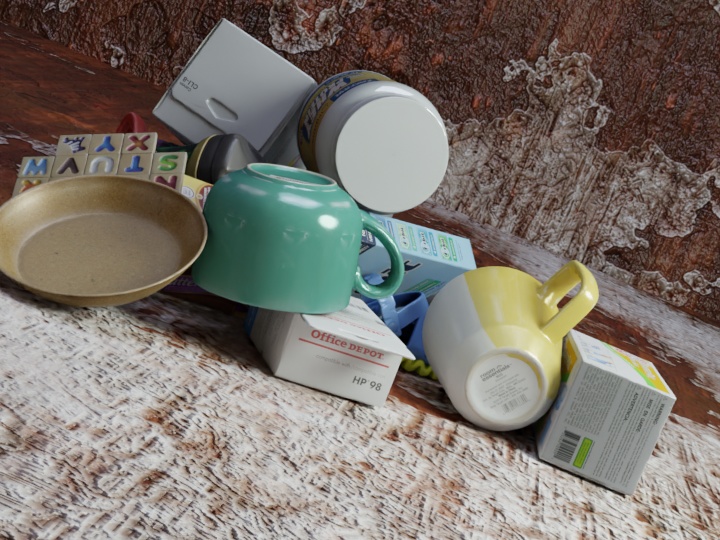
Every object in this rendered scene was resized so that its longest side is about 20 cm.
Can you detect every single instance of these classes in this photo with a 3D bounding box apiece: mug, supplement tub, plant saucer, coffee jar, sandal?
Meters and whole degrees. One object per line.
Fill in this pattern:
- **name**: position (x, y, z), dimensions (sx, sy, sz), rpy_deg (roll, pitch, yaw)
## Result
- **mug**: position (0.146, 0.073, 1.703), dimensions (0.149, 0.187, 0.153), rpy_deg (14, 18, -5)
- **supplement tub**: position (0.014, -0.140, 1.827), dimensions (0.144, 0.145, 0.200), rpy_deg (20, 7, -15)
- **mug**: position (-0.063, -0.035, 1.576), dimensions (0.185, 0.115, 0.152), rpy_deg (0, 16, -43)
- **plant saucer**: position (-0.239, -0.021, 1.514), dimensions (0.200, 0.035, 0.200), rpy_deg (2, 34, -1)
- **coffee jar**: position (-0.192, -0.090, 1.819), dimensions (0.200, 0.085, 0.104), rpy_deg (-5, -37, 33)
- **sandal**: position (0.052, 0.062, 1.813), dimensions (0.200, 0.087, 0.079), rpy_deg (19, 8, -35)

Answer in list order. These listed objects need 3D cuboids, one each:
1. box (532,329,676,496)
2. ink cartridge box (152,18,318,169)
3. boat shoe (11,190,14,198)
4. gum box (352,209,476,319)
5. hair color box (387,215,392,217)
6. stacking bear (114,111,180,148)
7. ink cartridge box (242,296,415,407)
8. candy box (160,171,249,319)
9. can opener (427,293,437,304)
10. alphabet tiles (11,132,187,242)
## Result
- **box**: position (0.246, 0.141, 1.724), dimensions (0.101, 0.113, 0.200), rpy_deg (23, 7, 0)
- **ink cartridge box**: position (-0.129, -0.180, 1.997), dimensions (0.145, 0.145, 0.200), rpy_deg (35, -2, 14)
- **boat shoe**: position (-0.277, -0.053, 1.766), dimensions (0.200, 0.057, 0.067), rpy_deg (16, 9, -38)
- **gum box**: position (0.000, 0.000, 1.839), dimensions (0.200, 0.170, 0.045), rpy_deg (12, 58, -46)
- **hair color box**: position (-0.014, -0.068, 2.050), dimensions (0.099, 0.200, 0.061), rpy_deg (23, 8, 1)
- **stacking bear**: position (-0.212, -0.089, 2.017), dimensions (0.200, 0.122, 0.114), rpy_deg (27, 4, -23)
- **ink cartridge box**: position (-0.034, 0.069, 1.600), dimensions (0.116, 0.067, 0.200), rpy_deg (18, 9, -19)
- **candy box**: position (-0.123, -0.014, 1.696), dimensions (0.200, 0.117, 0.057), rpy_deg (19, 40, -21)
- **can opener**: position (0.036, 0.018, 2.006), dimensions (0.200, 0.079, 0.063), rpy_deg (14, 29, -24)
- **alphabet tiles**: position (-0.257, -0.069, 1.615), dimensions (0.166, 0.006, 0.200), rpy_deg (-1, 43, 3)
